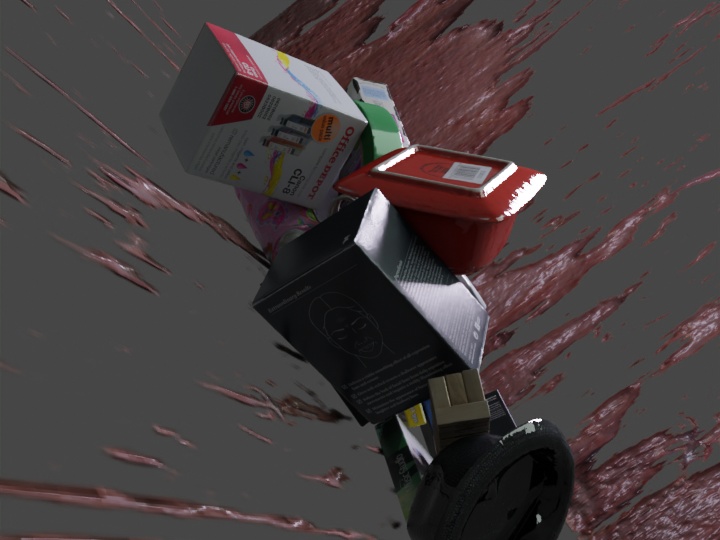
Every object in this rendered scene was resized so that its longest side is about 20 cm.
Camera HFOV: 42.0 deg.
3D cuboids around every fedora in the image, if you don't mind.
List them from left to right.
[{"bbox_3d":[0.114,0.222,0.892,0.092,0.201,0.201,19,-23,47],"label":"fedora"}]

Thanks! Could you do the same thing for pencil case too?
[{"bbox_3d":[-0.106,-0.072,1.266,0.087,0.087,0.200,49,4,-42],"label":"pencil case"}]

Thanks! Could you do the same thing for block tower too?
[{"bbox_3d":[0.104,0.165,0.989,0.200,0.054,0.058,79,0,-63],"label":"block tower"}]

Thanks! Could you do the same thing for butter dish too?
[{"bbox_3d":[0.090,-0.050,1.069,0.200,0.199,0.148,-38,136,-58],"label":"butter dish"}]

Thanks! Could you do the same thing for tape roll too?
[{"bbox_3d":[-0.015,-0.125,1.252,0.048,0.201,0.200,6,33,-31],"label":"tape roll"}]

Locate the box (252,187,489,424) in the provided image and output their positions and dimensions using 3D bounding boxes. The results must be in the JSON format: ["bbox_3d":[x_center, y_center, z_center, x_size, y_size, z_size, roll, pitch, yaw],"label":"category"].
[{"bbox_3d":[0.014,0.042,0.991,0.200,0.148,0.107,47,34,-21],"label":"box"}]

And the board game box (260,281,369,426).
[{"bbox_3d":[-0.038,0.090,1.121,0.200,0.028,0.135,54,5,5],"label":"board game box"}]

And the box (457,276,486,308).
[{"bbox_3d":[0.076,0.038,1.579,0.171,0.199,0.200,55,4,20],"label":"box"}]

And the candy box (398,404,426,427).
[{"bbox_3d":[0.053,0.150,1.218,0.200,0.026,0.102,100,-23,-82],"label":"candy box"}]

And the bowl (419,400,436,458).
[{"bbox_3d":[0.106,0.212,1.238,0.201,0.039,0.201,162,-90,-86],"label":"bowl"}]

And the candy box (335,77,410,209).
[{"bbox_3d":[0.010,-0.153,1.322,0.061,0.136,0.200,5,51,-30],"label":"candy box"}]

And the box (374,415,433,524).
[{"bbox_3d":[0.083,0.260,1.043,0.144,0.036,0.200,52,4,-20],"label":"box"}]

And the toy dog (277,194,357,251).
[{"bbox_3d":[0.000,0.000,1.167,0.200,0.132,0.096,48,7,-9],"label":"toy dog"}]

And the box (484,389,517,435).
[{"bbox_3d":[0.189,0.279,1.298,0.200,0.079,0.141,76,-6,-54],"label":"box"}]

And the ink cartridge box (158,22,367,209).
[{"bbox_3d":[-0.123,-0.192,1.190,0.200,0.145,0.145,13,30,-37],"label":"ink cartridge box"}]
